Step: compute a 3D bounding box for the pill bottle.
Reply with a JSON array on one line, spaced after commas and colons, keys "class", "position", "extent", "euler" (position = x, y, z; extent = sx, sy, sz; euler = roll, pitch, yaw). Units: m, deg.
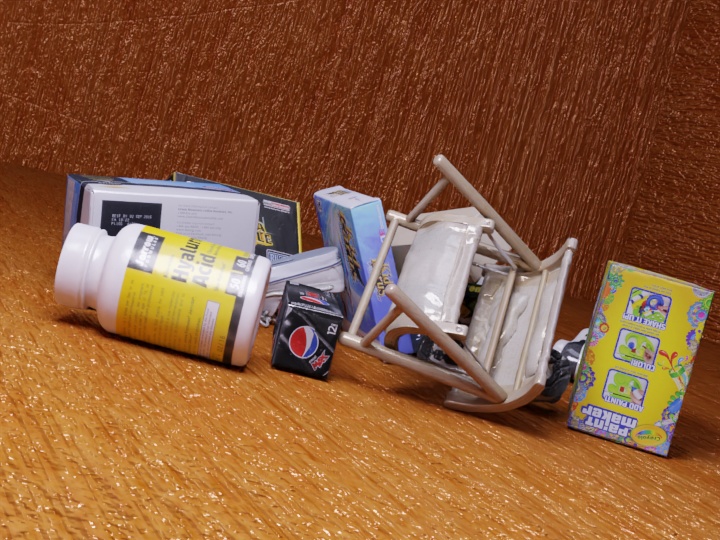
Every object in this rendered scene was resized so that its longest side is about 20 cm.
[{"class": "pill bottle", "position": [-0.194, 0.018, 1.084], "extent": [0.197, 0.113, 0.111], "euler": [14, 5, -2]}]

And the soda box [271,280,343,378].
[{"class": "soda box", "position": [-0.062, 0.062, 1.224], "extent": [0.062, 0.072, 0.200], "euler": [15, 5, -5]}]

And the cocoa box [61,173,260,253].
[{"class": "cocoa box", "position": [-0.236, -0.034, 1.270], "extent": [0.197, 0.136, 0.131], "euler": [2, 11, -29]}]

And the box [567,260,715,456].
[{"class": "box", "position": [0.333, 0.098, 1.320], "extent": [0.120, 0.196, 0.200], "euler": [15, 4, 11]}]

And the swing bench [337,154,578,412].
[{"class": "swing bench", "position": [0.111, 0.025, 1.179], "extent": [0.198, 0.200, 0.130], "euler": [31, -39, -11]}]

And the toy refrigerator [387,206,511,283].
[{"class": "toy refrigerator", "position": [0.098, -0.026, 1.389], "extent": [0.070, 0.076, 0.199], "euler": [57, -26, -16]}]

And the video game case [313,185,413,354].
[{"class": "video game case", "position": [0.000, 0.000, 1.422], "extent": [0.045, 0.203, 0.181], "euler": [-16, 13, -15]}]

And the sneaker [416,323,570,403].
[{"class": "sneaker", "position": [0.163, 0.129, 1.348], "extent": [0.197, 0.078, 0.089], "euler": [15, -27, 23]}]

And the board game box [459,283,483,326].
[{"class": "board game box", "position": [0.152, 0.077, 1.374], "extent": [0.104, 0.024, 0.201], "euler": [9, -30, 33]}]

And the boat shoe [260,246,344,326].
[{"class": "boat shoe", "position": [-0.115, 0.035, 1.412], "extent": [0.199, 0.087, 0.075], "euler": [-15, 11, -2]}]

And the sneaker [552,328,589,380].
[{"class": "sneaker", "position": [0.373, 0.147, 1.696], "extent": [0.111, 0.074, 0.199], "euler": [21, 15, 28]}]

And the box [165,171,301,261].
[{"class": "box", "position": [-0.175, -0.036, 1.509], "extent": [0.198, 0.162, 0.049], "euler": [13, -27, -31]}]

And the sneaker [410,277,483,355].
[{"class": "sneaker", "position": [0.097, 0.036, 1.471], "extent": [0.070, 0.082, 0.200], "euler": [-28, 13, 48]}]
